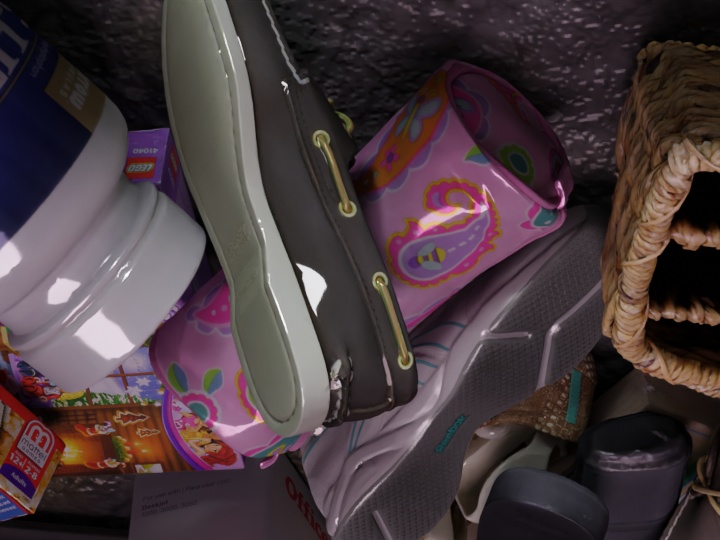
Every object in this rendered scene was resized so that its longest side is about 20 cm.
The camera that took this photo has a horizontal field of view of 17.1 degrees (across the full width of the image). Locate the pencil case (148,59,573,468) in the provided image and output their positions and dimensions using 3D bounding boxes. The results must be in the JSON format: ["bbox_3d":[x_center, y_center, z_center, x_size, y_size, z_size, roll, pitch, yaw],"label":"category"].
[{"bbox_3d":[0.000,0.000,1.032,0.087,0.087,0.200,34,118,-28],"label":"pencil case"}]

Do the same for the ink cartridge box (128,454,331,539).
[{"bbox_3d":[-0.055,0.206,1.200,0.085,0.200,0.145,-16,134,16],"label":"ink cartridge box"}]

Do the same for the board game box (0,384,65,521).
[{"bbox_3d":[-0.261,0.054,1.128,0.151,0.046,0.200,-19,126,40],"label":"board game box"}]

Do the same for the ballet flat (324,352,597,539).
[{"bbox_3d":[0.044,0.103,1.174,0.070,0.065,0.200,19,137,-24],"label":"ballet flat"}]

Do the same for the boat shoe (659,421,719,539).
[{"bbox_3d":[0.187,0.089,1.097,0.060,0.072,0.200,26,107,-39],"label":"boat shoe"}]

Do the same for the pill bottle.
[{"bbox_3d":[-0.164,-0.047,0.969,0.200,0.120,0.120,42,127,-19],"label":"pill bottle"}]

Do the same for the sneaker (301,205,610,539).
[{"bbox_3d":[0.038,0.037,1.090,0.070,0.080,0.200,21,118,-46],"label":"sneaker"}]

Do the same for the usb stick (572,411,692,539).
[{"bbox_3d":[0.125,0.135,1.172,0.055,0.033,0.200,-9,143,-8],"label":"usb stick"}]

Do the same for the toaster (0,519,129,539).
[{"bbox_3d":[-0.174,0.242,1.269,0.119,0.200,0.181,3,129,-2],"label":"toaster"}]

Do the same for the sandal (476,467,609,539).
[{"bbox_3d":[0.078,0.159,1.147,0.076,0.043,0.200,15,149,16],"label":"sandal"}]

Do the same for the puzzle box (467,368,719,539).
[{"bbox_3d":[0.133,0.127,1.212,0.133,0.025,0.200,21,135,-25],"label":"puzzle box"}]

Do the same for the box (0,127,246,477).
[{"bbox_3d":[-0.136,0.021,1.123,0.137,0.039,0.200,-4,136,9],"label":"box"}]

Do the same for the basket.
[{"bbox_3d":[0.199,0.002,0.961,0.200,0.149,0.143,7,111,-3],"label":"basket"}]

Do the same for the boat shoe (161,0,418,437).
[{"bbox_3d":[-0.030,-0.034,0.968,0.061,0.201,0.072,-10,168,-25],"label":"boat shoe"}]
